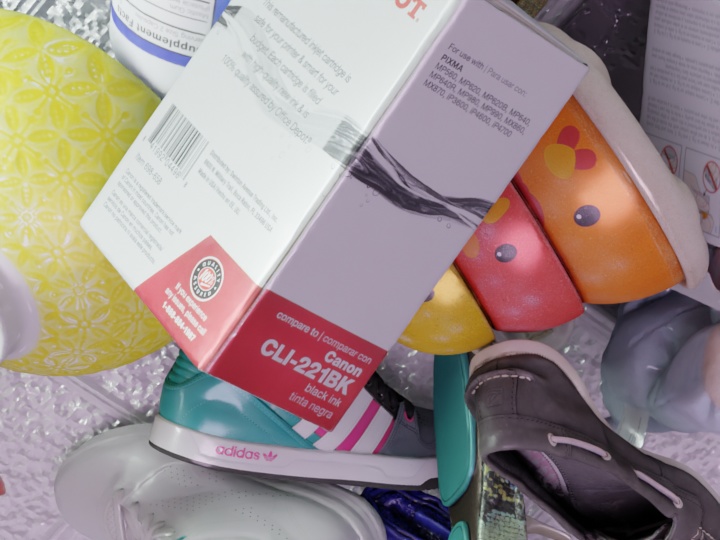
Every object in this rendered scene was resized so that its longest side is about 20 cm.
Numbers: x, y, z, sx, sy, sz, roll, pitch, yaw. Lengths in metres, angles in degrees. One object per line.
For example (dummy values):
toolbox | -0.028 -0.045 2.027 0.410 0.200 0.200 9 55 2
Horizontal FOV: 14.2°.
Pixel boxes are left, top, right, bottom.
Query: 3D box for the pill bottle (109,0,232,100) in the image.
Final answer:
pill bottle | -0.059 -0.144 1.361 0.112 0.112 0.200 5 121 -5

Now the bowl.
bowl | -0.173 -0.015 1.388 0.200 0.108 0.200 22 140 20

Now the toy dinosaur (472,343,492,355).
toy dinosaur | 0.000 0.000 1.415 0.200 0.088 0.047 46 119 18

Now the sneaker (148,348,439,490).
sneaker | -0.010 0.044 1.500 0.200 0.084 0.121 7 99 -36

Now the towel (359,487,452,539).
towel | 0.040 0.210 1.563 0.148 0.050 0.200 41 141 16

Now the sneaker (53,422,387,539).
sneaker | -0.091 0.136 1.508 0.200 0.088 0.075 8 119 31

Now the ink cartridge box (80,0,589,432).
ink cartridge box | -0.014 -0.055 1.269 0.084 0.144 0.200 27 102 -38

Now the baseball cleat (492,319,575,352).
baseball cleat | 0.048 -0.046 1.451 0.070 0.106 0.200 -19 91 -2

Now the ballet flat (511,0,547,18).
ballet flat | 0.044 -0.125 1.362 0.071 0.071 0.200 34 92 -20

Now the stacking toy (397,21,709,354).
stacking toy | 0.048 -0.007 1.339 0.200 0.146 0.146 -35 118 -1

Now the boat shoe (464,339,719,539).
boat shoe | 0.112 0.107 1.374 0.067 0.057 0.200 -20 136 31

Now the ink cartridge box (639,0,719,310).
ink cartridge box | 0.192 -0.079 1.350 0.047 0.160 0.200 -5 106 -27

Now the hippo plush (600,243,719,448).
hippo plush | 0.216 0.045 1.458 0.161 0.159 0.200 13 102 -23

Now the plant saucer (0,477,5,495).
plant saucer | -0.291 0.038 1.439 0.199 0.037 0.200 6 134 46

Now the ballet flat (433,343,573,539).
ballet flat | 0.073 0.120 1.463 0.074 0.200 0.074 0 164 0
